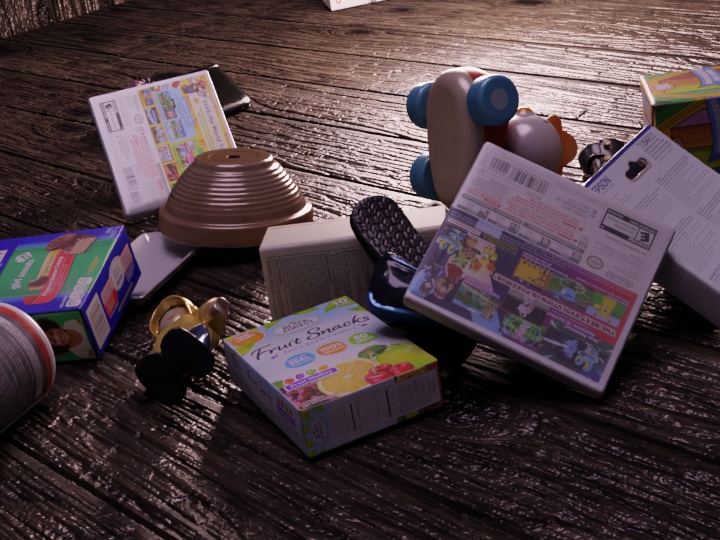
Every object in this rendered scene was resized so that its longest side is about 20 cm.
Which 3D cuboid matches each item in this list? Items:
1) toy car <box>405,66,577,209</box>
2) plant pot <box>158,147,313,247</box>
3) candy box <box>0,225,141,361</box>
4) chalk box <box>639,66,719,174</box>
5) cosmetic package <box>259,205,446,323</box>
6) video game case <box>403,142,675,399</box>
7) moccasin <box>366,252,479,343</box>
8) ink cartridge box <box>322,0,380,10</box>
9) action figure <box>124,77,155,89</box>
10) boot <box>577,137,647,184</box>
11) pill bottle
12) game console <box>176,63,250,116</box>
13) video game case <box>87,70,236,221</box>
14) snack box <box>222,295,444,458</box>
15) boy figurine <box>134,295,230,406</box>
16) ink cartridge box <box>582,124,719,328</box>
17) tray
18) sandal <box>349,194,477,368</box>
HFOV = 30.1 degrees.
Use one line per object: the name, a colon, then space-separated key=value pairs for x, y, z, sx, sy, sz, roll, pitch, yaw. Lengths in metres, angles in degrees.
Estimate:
toy car: x=0.186 y=-0.168 z=1.689 sx=0.198 sy=0.179 sz=0.184 roll=-7 pitch=7 yaw=-27
plant pot: x=-0.159 y=-0.101 z=1.709 sx=0.198 sy=0.094 sz=0.201 roll=0 pitch=18 yaw=0
candy box: x=-0.370 y=0.030 z=1.512 sx=0.198 sy=0.078 sz=0.170 roll=-7 pitch=32 yaw=13
chalk box: x=0.449 y=-0.175 z=1.625 sx=0.198 sy=0.125 sz=0.125 roll=-8 pitch=22 yaw=6
cosmetic package: x=0.000 y=0.000 z=1.422 sx=0.198 sy=0.105 sz=0.073 roll=-6 pitch=21 yaw=6
video game case: x=0.166 y=-0.003 z=1.234 sx=0.199 sy=0.023 sz=0.183 roll=26 pitch=68 yaw=9
moccasin: x=0.107 y=0.027 z=1.264 sx=0.198 sy=0.069 sz=0.080 roll=14 pitch=-15 yaw=-10
ink cartridge box: x=0.008 y=-0.674 z=2.988 sx=0.198 sy=0.147 sz=0.084 roll=-14 pitch=24 yaw=-9
action figure: x=-0.333 y=-0.190 z=2.025 sx=0.133 sy=0.149 sz=0.201 roll=24 pitch=44 yaw=-23
boot: x=0.248 y=-0.075 z=1.403 sx=0.198 sy=0.073 sz=0.151 roll=15 pitch=42 yaw=-14
pill bottle: x=-0.391 y=0.121 z=1.276 sx=0.115 sy=0.117 sz=0.200 roll=1 pitch=24 yaw=24
game console: x=-0.319 y=-0.274 z=2.333 sx=0.199 sy=0.117 sz=0.176 roll=-26 pitch=57 yaw=-34
video game case: x=-0.274 y=-0.180 z=1.907 sx=0.180 sy=0.023 sz=0.202 roll=-16 pitch=67 yaw=-15
snack box: x=-0.030 y=0.095 z=1.271 sx=0.141 sy=0.054 sz=0.200 roll=-18 pitch=23 yaw=-21
boy figurine: x=-0.178 y=0.069 z=1.347 sx=0.124 sy=0.064 sz=0.200 roll=-44 pitch=13 yaw=5
ink cartridge box: x=0.328 y=-0.046 z=1.342 sx=0.199 sy=0.041 sz=0.199 roll=39 pitch=39 yaw=12
tray: x=-0.264 y=-0.001 z=1.643 sx=0.106 sy=0.022 sz=0.200 roll=0 pitch=24 yaw=21
sandal: x=0.054 y=0.012 z=1.338 sx=0.075 sy=0.045 sz=0.201 roll=-22 pitch=65 yaw=-23
